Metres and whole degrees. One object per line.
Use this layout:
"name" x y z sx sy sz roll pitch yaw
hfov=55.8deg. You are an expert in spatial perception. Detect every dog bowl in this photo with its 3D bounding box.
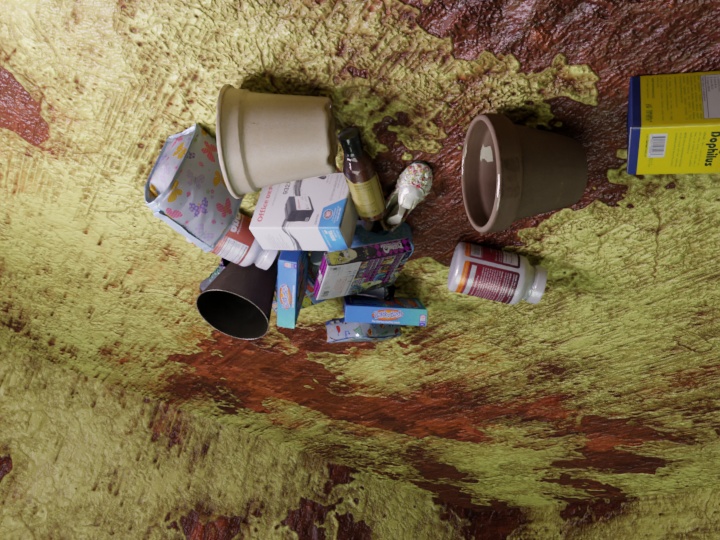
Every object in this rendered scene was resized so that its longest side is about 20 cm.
"dog bowl" 0.027 -0.049 1.479 0.200 0.050 0.112 -5 145 -25

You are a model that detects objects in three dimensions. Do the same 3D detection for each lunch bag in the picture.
"lunch bag" -0.336 -0.161 1.370 0.127 0.200 0.170 -13 142 38
"lunch bag" 0.004 0.158 1.850 0.160 0.076 0.200 -13 167 41

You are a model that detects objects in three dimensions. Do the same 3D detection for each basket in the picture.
"basket" -0.278 0.046 1.649 0.180 0.200 0.136 27 128 -7

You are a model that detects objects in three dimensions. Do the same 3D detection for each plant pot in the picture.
"plant pot" 0.282 -0.167 1.153 0.174 0.201 0.200 -3 151 -7
"plant pot" -0.137 -0.232 1.201 0.183 0.201 0.201 -2 149 5

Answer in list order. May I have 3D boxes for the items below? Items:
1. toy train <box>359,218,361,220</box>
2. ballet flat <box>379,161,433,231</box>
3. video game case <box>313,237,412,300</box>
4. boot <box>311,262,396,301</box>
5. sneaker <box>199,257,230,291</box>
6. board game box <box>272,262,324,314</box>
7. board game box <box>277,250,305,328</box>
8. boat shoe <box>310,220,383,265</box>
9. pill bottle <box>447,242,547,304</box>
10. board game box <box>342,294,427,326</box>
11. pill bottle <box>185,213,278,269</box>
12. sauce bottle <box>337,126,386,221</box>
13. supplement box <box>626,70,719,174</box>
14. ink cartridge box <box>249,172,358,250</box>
"toy train" -0.082 -0.128 1.492 0.200 0.034 0.046 -2 144 24
"ballet flat" 0.091 -0.140 1.373 0.076 0.064 0.200 19 150 -8
"video game case" 0.000 0.000 1.435 0.181 0.036 0.200 -11 160 -14
"boot" -0.011 0.012 1.660 0.168 0.077 0.200 4 157 22
"sneaker" -0.363 -0.001 1.803 0.200 0.074 0.088 -18 129 26
"board game box" -0.183 0.039 1.762 0.200 0.034 0.135 -20 108 45
"board game box" -0.155 0.009 1.572 0.045 0.152 0.200 8 129 3
"boat shoe" -0.029 -0.062 1.543 0.066 0.070 0.200 27 131 -36
"pill bottle" 0.301 0.012 1.500 0.200 0.113 0.113 13 151 1
"board game box" 0.058 0.098 1.703 0.200 0.045 0.152 3 -172 -5
"pill bottle" -0.293 -0.079 1.584 0.200 0.112 0.112 25 149 -21
"sauce bottle" 0.001 -0.186 1.318 0.066 0.066 0.200 1 135 20
"supplement box" 0.508 -0.220 1.019 0.200 0.109 0.110 2 148 19
"ink cartridge box" -0.110 -0.122 1.401 0.200 0.145 0.084 1 149 20
